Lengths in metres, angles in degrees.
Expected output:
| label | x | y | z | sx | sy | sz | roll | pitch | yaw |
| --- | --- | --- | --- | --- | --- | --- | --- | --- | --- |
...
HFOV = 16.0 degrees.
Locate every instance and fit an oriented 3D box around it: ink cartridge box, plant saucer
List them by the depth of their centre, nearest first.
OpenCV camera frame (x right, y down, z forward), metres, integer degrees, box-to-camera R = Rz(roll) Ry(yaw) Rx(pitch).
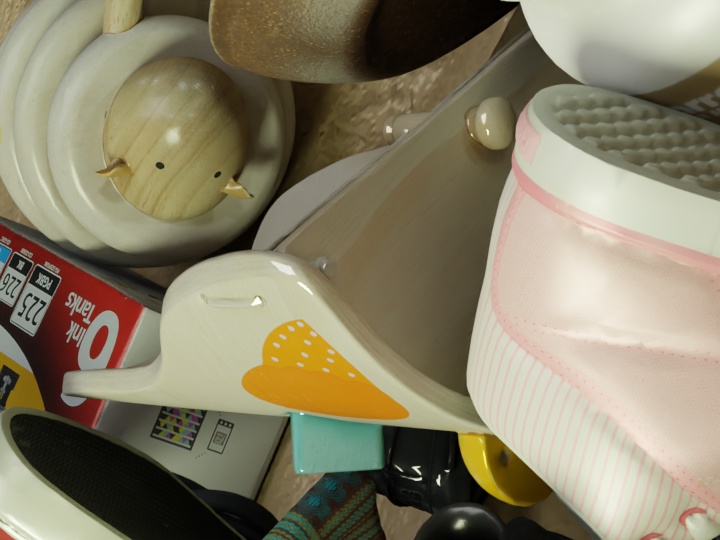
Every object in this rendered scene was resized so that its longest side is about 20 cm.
| label | x | y | z | sx | sy | sz | roll | pitch | yaw |
| --- | --- | --- | --- | --- | --- | --- | --- | --- | --- |
| plant saucer | 0.041 | -0.121 | 0.784 | 0.037 | 0.200 | 0.201 | 47 | 117 | 13 |
| ink cartridge box | -0.131 | 0.083 | 1.060 | 0.200 | 0.084 | 0.176 | 23 | 91 | 57 |

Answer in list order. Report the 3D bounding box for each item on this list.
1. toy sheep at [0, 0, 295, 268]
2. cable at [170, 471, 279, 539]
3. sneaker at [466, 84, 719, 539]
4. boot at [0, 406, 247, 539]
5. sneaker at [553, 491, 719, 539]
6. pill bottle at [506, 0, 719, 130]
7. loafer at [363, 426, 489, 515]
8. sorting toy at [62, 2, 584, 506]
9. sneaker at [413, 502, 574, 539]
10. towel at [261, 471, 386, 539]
| label | x | y | z | sx | sy | sz | roll | pitch | yaw |
| --- | --- | --- | --- | --- | --- | --- | --- | --- | --- |
| toy sheep | -0.092 | -0.067 | 1.056 | 0.138 | 0.137 | 0.200 | -67 | 18 | 1 |
| cable | -0.097 | 0.150 | 0.922 | 0.199 | 0.051 | 0.164 | -2 | 91 | 17 |
| sneaker | 0.121 | 0.033 | 0.660 | 0.075 | 0.199 | 0.105 | -64 | -6 | -68 |
| boot | -0.089 | 0.140 | 0.831 | 0.144 | 0.200 | 0.073 | -40 | 34 | 12 |
| sneaker | 0.108 | 0.066 | 0.744 | 0.077 | 0.078 | 0.200 | -45 | 34 | -2 |
| pill bottle | 0.114 | -0.088 | 0.697 | 0.116 | 0.199 | 0.116 | -33 | 46 | 42 |
| loafer | 0.059 | -0.010 | 0.866 | 0.070 | 0.068 | 0.201 | 28 | 90 | 27 |
| sorting toy | 0.000 | 0.000 | 0.783 | 0.180 | 0.107 | 0.200 | -9 | 24 | 45 |
| sneaker | 0.051 | 0.098 | 0.719 | 0.072 | 0.083 | 0.200 | -32 | -6 | -6 |
| towel | -0.040 | 0.171 | 0.752 | 0.022 | 0.147 | 0.200 | 13 | 43 | 35 |
